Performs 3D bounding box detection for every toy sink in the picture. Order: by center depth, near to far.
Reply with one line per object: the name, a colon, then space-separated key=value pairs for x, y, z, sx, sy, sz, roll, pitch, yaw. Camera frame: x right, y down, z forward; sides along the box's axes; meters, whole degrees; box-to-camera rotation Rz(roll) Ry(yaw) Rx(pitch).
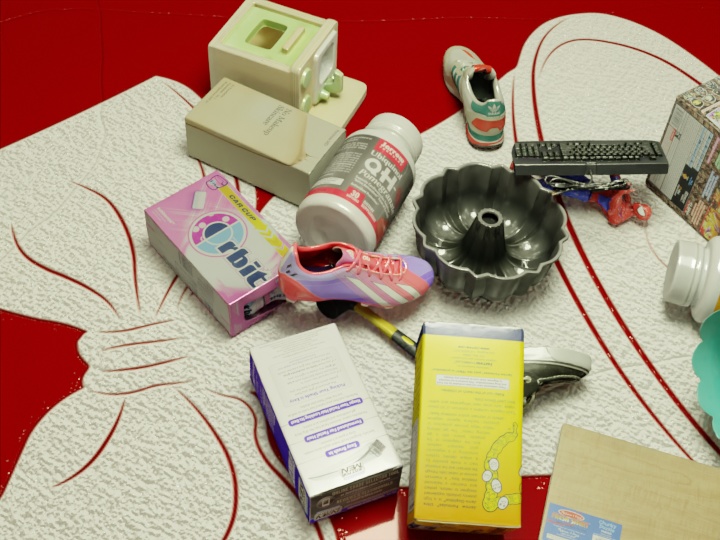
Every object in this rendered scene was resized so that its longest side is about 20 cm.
toy sink: x=-0.099 y=-0.290 z=1.511 sx=0.198 sy=0.113 sz=0.131 roll=21 pitch=52 yaw=13

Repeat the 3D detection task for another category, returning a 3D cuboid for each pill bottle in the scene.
pill bottle: x=0.477 y=0.023 z=1.295 sx=0.197 sy=0.110 sz=0.110 roll=14 pitch=51 yaw=7
pill bottle: x=0.006 y=-0.111 z=1.371 sx=0.109 sy=0.111 sz=0.201 roll=21 pitch=52 yaw=13

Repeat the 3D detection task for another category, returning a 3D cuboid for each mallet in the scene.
mallet: x=0.041 y=0.066 z=1.282 sx=0.199 sy=0.041 sz=0.066 roll=31 pitch=52 yaw=14

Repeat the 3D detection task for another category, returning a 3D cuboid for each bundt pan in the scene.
bundt pan: x=0.158 y=-0.041 z=1.345 sx=0.199 sy=0.076 sz=0.204 roll=3 pitch=48 yaw=-3

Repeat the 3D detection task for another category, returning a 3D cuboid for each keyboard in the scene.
keyboard: x=0.295 y=-0.137 z=1.365 sx=0.197 sy=0.021 sz=0.128 roll=-1 pitch=38 yaw=3

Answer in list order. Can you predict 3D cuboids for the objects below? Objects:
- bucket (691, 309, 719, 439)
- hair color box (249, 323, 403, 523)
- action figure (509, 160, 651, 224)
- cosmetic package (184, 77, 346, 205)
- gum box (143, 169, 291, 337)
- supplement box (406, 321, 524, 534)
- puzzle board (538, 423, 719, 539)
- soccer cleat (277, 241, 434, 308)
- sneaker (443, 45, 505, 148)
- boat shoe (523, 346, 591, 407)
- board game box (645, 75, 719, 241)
bucket: x=0.481 y=0.112 z=1.153 sx=0.134 sy=0.208 sz=0.208 roll=-3 pitch=45 yaw=-41
hair color box: x=-0.042 y=0.164 z=1.174 sx=0.108 sy=0.065 sz=0.201 roll=-15 pitch=51 yaw=-17
action figure: x=0.302 y=-0.128 z=1.420 sx=0.198 sy=0.100 sz=0.066 roll=26 pitch=53 yaw=13
cosmetic package: x=-0.129 y=-0.174 z=1.440 sx=0.198 sy=0.074 sz=0.104 roll=24 pitch=52 yaw=16
gum box: x=-0.165 y=-0.021 z=1.313 sx=0.113 sy=0.067 sz=0.200 roll=-31 pitch=59 yaw=-25
supplement box: x=0.109 y=0.167 z=1.110 sx=0.108 sy=0.109 sz=0.203 roll=4 pitch=73 yaw=0
puzzle board: x=0.301 y=0.259 z=1.151 sx=0.197 sy=0.018 sz=0.152 roll=15 pitch=52 yaw=9
soccer cleat: x=0.000 y=0.000 z=1.250 sx=0.197 sy=0.077 sz=0.067 roll=0 pitch=52 yaw=-18
sneaker: x=0.169 y=-0.274 z=1.529 sx=0.069 sy=0.094 sz=0.202 roll=-6 pitch=51 yaw=-9
boat shoe: x=0.172 y=0.126 z=1.223 sx=0.197 sy=0.071 sz=0.065 roll=0 pitch=71 yaw=-9
board game box: x=0.491 y=-0.126 z=1.387 sx=0.096 sy=0.160 sz=0.200 roll=-25 pitch=57 yaw=-23
